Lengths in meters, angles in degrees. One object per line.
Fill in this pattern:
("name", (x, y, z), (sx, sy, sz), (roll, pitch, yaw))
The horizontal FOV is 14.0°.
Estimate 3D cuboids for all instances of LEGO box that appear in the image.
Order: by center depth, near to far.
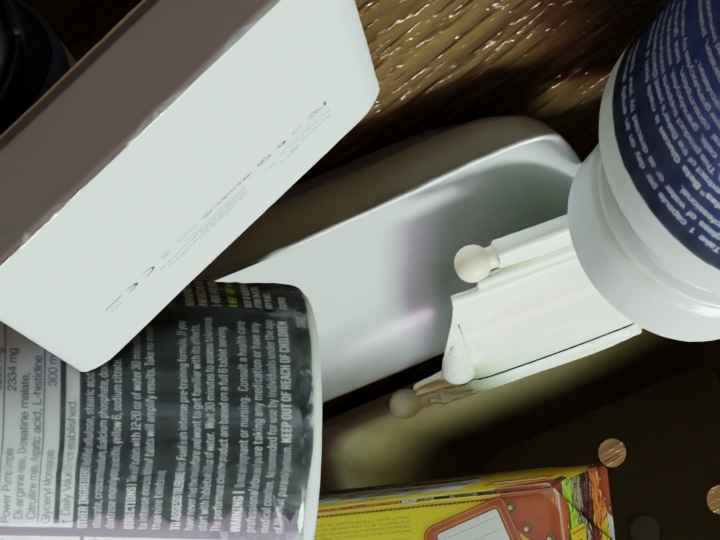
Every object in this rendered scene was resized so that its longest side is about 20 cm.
("LEGO box", (0.002, 0.132, 1.230), (0.199, 0.078, 0.149), (-7, 178, 13))

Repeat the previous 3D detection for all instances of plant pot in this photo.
("plant pot", (0.118, 0.127, 1.370), (0.199, 0.201, 0.177), (-24, 174, 13))

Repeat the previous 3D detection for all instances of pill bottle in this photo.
("pill bottle", (0.143, -0.057, 0.940), (0.111, 0.112, 0.200), (-10, 157, -28))
("pill bottle", (-0.117, 0.053, 0.971), (0.199, 0.107, 0.106), (2, 159, -8))

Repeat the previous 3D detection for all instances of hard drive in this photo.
("hard drive", (-0.053, -0.032, 0.832), (0.132, 0.026, 0.200), (-44, 171, -3))

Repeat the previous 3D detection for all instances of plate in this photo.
("plate", (0.000, 0.000, 1.097), (0.199, 0.032, 0.200), (-23, 162, 11))

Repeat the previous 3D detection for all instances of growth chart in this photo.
("growth chart", (0.089, 0.007, 1.131), (0.144, 0.018, 0.200), (-18, 163, -11))

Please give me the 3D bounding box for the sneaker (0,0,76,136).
("sneaker", (-0.172, -0.021, 0.768), (0.199, 0.077, 0.111), (-24, 168, 0))
